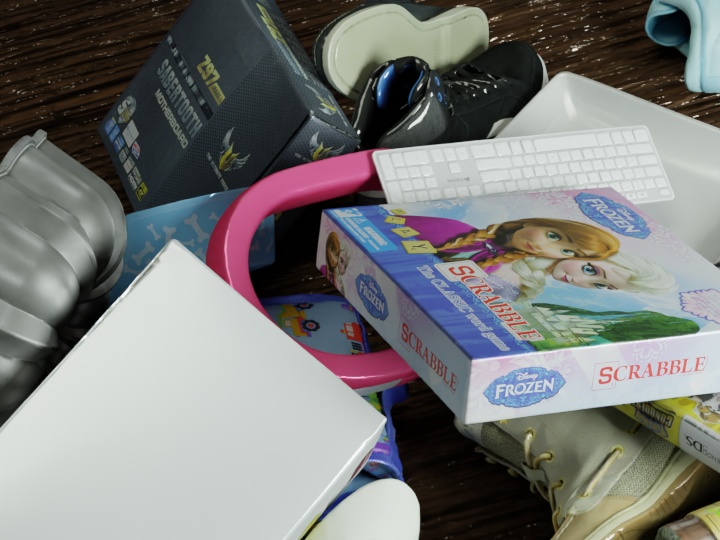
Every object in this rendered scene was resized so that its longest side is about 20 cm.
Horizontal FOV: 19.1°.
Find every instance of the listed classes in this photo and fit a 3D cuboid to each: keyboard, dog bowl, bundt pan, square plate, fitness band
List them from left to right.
[{"bbox_3d":[-0.195,0.026,1.219,0.076,0.202,0.202,25,52,2],"label":"bundt pan"},{"bbox_3d":[-0.139,-0.007,1.357,0.200,0.050,0.111,-16,-2,31],"label":"dog bowl"},{"bbox_3d":[0.000,0.000,1.293,0.200,0.037,0.144,-15,77,-35],"label":"fitness band"},{"bbox_3d":[0.104,-0.059,1.342,0.199,0.011,0.056,-7,70,-25],"label":"keyboard"},{"bbox_3d":[0.155,-0.034,1.397,0.198,0.028,0.200,26,58,32],"label":"square plate"}]

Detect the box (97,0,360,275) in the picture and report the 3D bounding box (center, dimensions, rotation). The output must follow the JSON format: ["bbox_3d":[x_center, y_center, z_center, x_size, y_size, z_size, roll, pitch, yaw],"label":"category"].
[{"bbox_3d":[-0.095,-0.094,1.467,0.158,0.051,0.200,-49,41,18],"label":"box"}]

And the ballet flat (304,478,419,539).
[{"bbox_3d":[-0.028,0.202,1.160,0.200,0.069,0.069,-46,48,-8],"label":"ballet flat"}]

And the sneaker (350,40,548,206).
[{"bbox_3d":[0.062,-0.117,1.455,0.073,0.112,0.200,19,54,30],"label":"sneaker"}]

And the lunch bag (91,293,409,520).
[{"bbox_3d":[-0.069,0.085,1.307,0.199,0.094,0.151,-12,41,-3],"label":"lunch bag"}]

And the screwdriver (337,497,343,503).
[{"bbox_3d":[0.010,0.184,1.232,0.028,0.029,0.200,-21,34,-4],"label":"screwdriver"}]

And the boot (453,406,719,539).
[{"bbox_3d":[0.110,0.122,1.223,0.154,0.072,0.200,25,51,35],"label":"boot"}]

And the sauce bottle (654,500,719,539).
[{"bbox_3d":[0.260,0.133,1.168,0.200,0.065,0.065,-22,43,-13],"label":"sauce bottle"}]

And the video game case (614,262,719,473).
[{"bbox_3d":[0.234,0.050,1.235,0.200,0.026,0.181,-18,31,-31],"label":"video game case"}]

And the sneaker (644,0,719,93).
[{"bbox_3d":[0.237,-0.201,1.518,0.082,0.074,0.200,-11,42,1],"label":"sneaker"}]

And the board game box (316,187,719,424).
[{"bbox_3d":[0.104,0.013,1.212,0.199,0.041,0.200,-5,27,-25],"label":"board game box"}]

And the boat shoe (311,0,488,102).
[{"bbox_3d":[0.014,-0.158,1.498,0.066,0.075,0.199,12,21,32],"label":"boat shoe"}]

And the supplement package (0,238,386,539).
[{"bbox_3d":[-0.110,0.117,1.164,0.156,0.111,0.200,40,74,7],"label":"supplement package"}]
